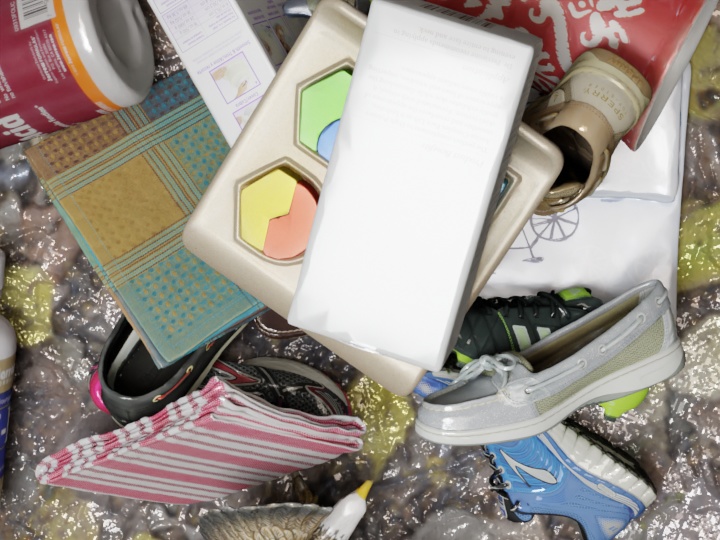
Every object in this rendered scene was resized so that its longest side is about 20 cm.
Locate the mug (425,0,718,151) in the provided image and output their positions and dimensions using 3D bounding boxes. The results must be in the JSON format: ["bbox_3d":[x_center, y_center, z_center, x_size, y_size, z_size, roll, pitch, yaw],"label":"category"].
[{"bbox_3d":[0.139,-0.196,1.064,0.199,0.178,0.134,28,133,11],"label":"mug"}]

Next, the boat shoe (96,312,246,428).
[{"bbox_3d":[-0.119,0.021,1.100,0.073,0.063,0.202,25,67,13],"label":"boat shoe"}]

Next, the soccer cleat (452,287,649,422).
[{"bbox_3d":[0.125,0.042,1.109,0.199,0.068,0.082,20,104,-17],"label":"soccer cleat"}]

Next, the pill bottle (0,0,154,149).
[{"bbox_3d":[-0.258,-0.145,1.094,0.199,0.114,0.115,-16,97,16],"label":"pill bottle"}]

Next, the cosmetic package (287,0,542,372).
[{"bbox_3d":[0.033,-0.053,0.917,0.101,0.074,0.201,19,105,8],"label":"cosmetic package"}]

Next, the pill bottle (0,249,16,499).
[{"bbox_3d":[-0.316,0.082,1.135,0.119,0.120,0.202,8,100,3],"label":"pill bottle"}]

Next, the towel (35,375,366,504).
[{"bbox_3d":[-0.113,0.126,1.087,0.199,0.146,0.030,-23,61,37],"label":"towel"}]

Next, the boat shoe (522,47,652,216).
[{"bbox_3d":[0.128,-0.076,1.017,0.071,0.200,0.065,34,70,6],"label":"boat shoe"}]

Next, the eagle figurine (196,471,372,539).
[{"bbox_3d":[-0.039,0.209,1.091,0.150,0.200,0.152,7,100,3],"label":"eagle figurine"}]

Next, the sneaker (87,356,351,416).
[{"bbox_3d":[-0.105,0.104,1.144,0.198,0.075,0.081,9,99,2],"label":"sneaker"}]

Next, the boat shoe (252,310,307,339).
[{"bbox_3d":[0.000,0.000,1.113,0.199,0.072,0.073,-22,99,18],"label":"boat shoe"}]

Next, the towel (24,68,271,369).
[{"bbox_3d":[-0.128,-0.041,1.086,0.146,0.022,0.200,-29,67,-19],"label":"towel"}]

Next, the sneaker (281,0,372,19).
[{"bbox_3d":[0.014,-0.118,1.035,0.081,0.074,0.201,-29,100,-6],"label":"sneaker"}]

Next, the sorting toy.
[{"bbox_3d":[0.002,-0.042,0.976,0.185,0.036,0.201,34,110,4],"label":"sorting toy"}]

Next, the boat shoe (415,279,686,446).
[{"bbox_3d":[0.126,0.065,1.047,0.201,0.074,0.065,-17,102,-14],"label":"boat shoe"}]

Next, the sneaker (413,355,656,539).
[{"bbox_3d":[0.116,0.137,1.130,0.199,0.079,0.089,35,97,-1],"label":"sneaker"}]

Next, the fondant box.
[{"bbox_3d":[-0.057,-0.125,1.066,0.058,0.144,0.201,-29,95,19],"label":"fondant box"}]

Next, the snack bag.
[{"bbox_3d":[0.143,-0.057,1.127,0.187,0.021,0.202,2,99,4],"label":"snack bag"}]
